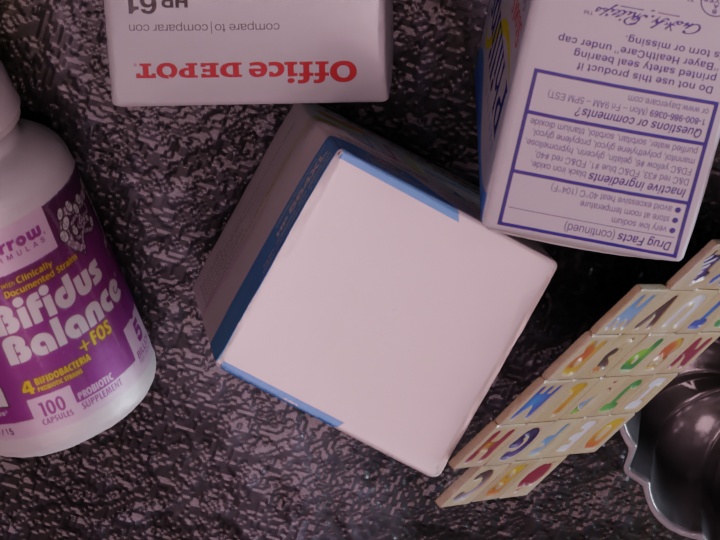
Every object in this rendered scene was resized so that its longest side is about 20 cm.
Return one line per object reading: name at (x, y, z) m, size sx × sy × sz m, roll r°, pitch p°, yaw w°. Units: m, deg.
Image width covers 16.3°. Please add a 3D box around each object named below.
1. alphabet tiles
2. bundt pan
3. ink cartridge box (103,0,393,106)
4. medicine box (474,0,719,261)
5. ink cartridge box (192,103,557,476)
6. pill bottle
alphabet tiles at (0.128, 0.053, 1.272) m, size 0.200 × 0.166 × 0.006 m, roll -45°, pitch 69°, yaw 21°
bundt pan at (0.240, 0.063, 1.392) m, size 0.202 × 0.076 × 0.202 m, roll 1°, pitch 117°, yaw 1°
ink cartridge box at (-0.057, -0.186, 1.261) m, size 0.144 × 0.085 × 0.200 m, roll -1°, pitch 119°, yaw 1°
medicine box at (0.125, -0.136, 1.229) m, size 0.103 × 0.182 × 0.200 m, roll 11°, pitch 117°, yaw -4°
ink cartridge box at (0.000, 0.000, 1.307) m, size 0.128 × 0.200 × 0.125 m, roll 27°, pitch 98°, yaw -13°
pill bottle at (-0.192, -0.009, 1.341) m, size 0.112 × 0.112 × 0.200 m, roll -16°, pitch 117°, yaw 9°
